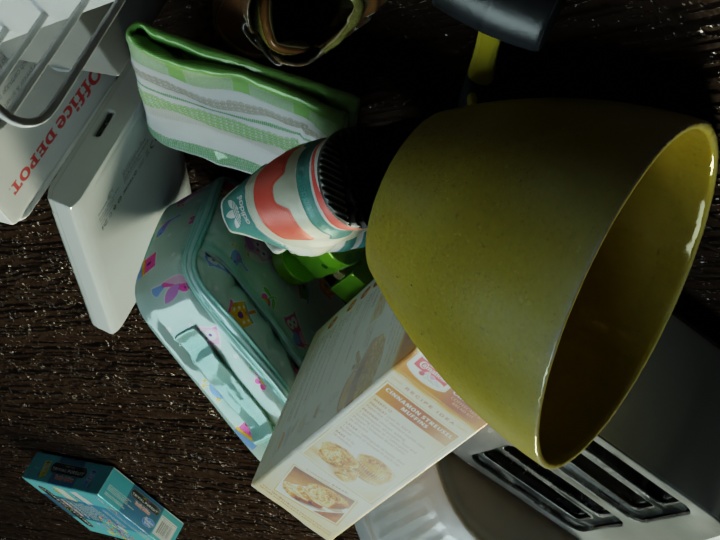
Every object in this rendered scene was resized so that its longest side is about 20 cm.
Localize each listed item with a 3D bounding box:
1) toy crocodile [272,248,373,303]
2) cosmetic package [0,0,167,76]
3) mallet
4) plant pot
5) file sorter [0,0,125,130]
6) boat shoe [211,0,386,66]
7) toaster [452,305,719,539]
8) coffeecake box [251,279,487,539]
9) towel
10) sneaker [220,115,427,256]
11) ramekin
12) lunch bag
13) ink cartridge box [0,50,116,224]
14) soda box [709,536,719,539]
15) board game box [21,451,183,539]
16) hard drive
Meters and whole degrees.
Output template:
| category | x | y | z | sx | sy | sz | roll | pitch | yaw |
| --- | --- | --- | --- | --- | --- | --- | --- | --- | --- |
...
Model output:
| category | x | y | z | sx | sy | sz | roll | pitch | yaw |
| --- | --- | --- | --- | --- | --- | --- | --- | --- | --- |
| toy crocodile | 0.000 | 0.000 | 1.163 | 0.200 | 0.062 | 0.067 | 42 | 144 | -17 |
| cosmetic package | -0.204 | -0.213 | 0.937 | 0.106 | 0.091 | 0.200 | 14 | 155 | 30 |
| mallet | 0.059 | -0.118 | 0.885 | 0.065 | 0.041 | 0.200 | 28 | 160 | 1 |
| plant pot | 0.087 | -0.015 | 0.867 | 0.141 | 0.201 | 0.201 | 27 | 158 | 23 |
| file sorter | -0.238 | -0.145 | 0.853 | 0.199 | 0.125 | 0.139 | -5 | 139 | 49 |
| boat shoe | -0.041 | -0.153 | 0.886 | 0.072 | 0.068 | 0.199 | 35 | 157 | -17 |
| toaster | 0.169 | 0.096 | 1.074 | 0.199 | 0.119 | 0.181 | 35 | 157 | -12 |
| coffeecake box | 0.027 | 0.064 | 1.049 | 0.073 | 0.154 | 0.200 | 36 | 133 | -12 |
| towel | -0.075 | -0.094 | 1.004 | 0.147 | 0.031 | 0.200 | 17 | 170 | 0 |
| sneaker | -0.010 | -0.047 | 0.947 | 0.092 | 0.071 | 0.199 | -13 | 178 | 26 |
| ramekin | 0.098 | 0.154 | 1.186 | 0.199 | 0.201 | 0.105 | 34 | 147 | -10 |
| lunch bag | -0.077 | 0.042 | 1.179 | 0.077 | 0.161 | 0.201 | -29 | 114 | 22 |
| ink cartridge box | -0.267 | -0.149 | 1.056 | 0.082 | 0.147 | 0.201 | 15 | 153 | 32 |
| soda box | 0.238 | 0.186 | 1.235 | 0.063 | 0.069 | 0.200 | 33 | 157 | -8 |
| board game box | -0.365 | 0.324 | 2.238 | 0.199 | 0.047 | 0.151 | 3 | 145 | 47 |
| hard drive | -0.170 | -0.053 | 1.153 | 0.026 | 0.133 | 0.201 | 23 | 156 | 11 |
